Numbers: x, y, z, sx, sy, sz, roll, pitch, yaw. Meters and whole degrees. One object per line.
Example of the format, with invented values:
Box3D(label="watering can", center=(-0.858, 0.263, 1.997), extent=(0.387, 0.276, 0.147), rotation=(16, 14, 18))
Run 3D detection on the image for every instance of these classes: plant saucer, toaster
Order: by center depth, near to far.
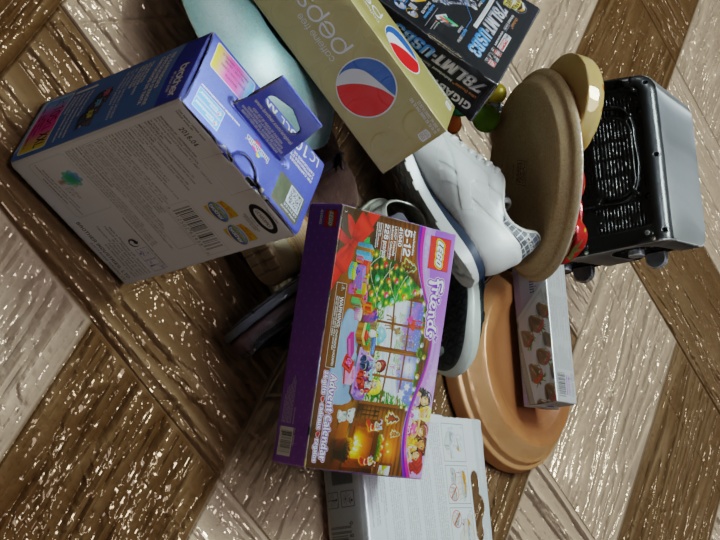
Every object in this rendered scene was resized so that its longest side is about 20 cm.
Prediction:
Box3D(label="plant saucer", center=(-0.072, -0.194, 1.330), extent=(0.201, 0.039, 0.202), rotation=(47, 23, -28))
Box3D(label="plant saucer", center=(0.150, 0.094, 1.595), extent=(0.199, 0.037, 0.202), rotation=(23, 60, -48))
Box3D(label="toaster", center=(0.239, -0.096, 1.661), extent=(0.118, 0.180, 0.202), rotation=(15, 66, -56))

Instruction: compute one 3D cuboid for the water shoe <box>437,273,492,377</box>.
Box3D(label="water shoe", center=(0.099, 0.001, 1.520), extent=(0.078, 0.071, 0.202), rotation=(13, 68, -41))

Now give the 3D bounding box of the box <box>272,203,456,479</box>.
Box3D(label="box", center=(0.006, 0.058, 1.286), extent=(0.136, 0.039, 0.202), rotation=(12, 85, -46))

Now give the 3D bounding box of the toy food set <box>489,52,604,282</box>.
Box3D(label="toy food set", center=(0.167, -0.090, 1.504), extent=(0.048, 0.198, 0.202), rotation=(1, 81, -17))

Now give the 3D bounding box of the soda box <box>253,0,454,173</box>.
Box3D(label="soda box", center=(-0.011, -0.182, 1.302), extent=(0.201, 0.067, 0.064), rotation=(53, 23, -14))

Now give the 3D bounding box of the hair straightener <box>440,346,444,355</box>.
Box3D(label="hair straightener", center=(0.013, 0.085, 1.355), extent=(0.077, 0.041, 0.199), rotation=(54, 27, 15))

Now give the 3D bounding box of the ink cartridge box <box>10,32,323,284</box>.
Box3D(label="ink cartridge box", center=(-0.122, -0.077, 1.145), extent=(0.137, 0.199, 0.077), rotation=(49, 44, -32))

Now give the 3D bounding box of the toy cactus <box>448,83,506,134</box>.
Box3D(label="toy cactus", center=(0.065, -0.189, 1.490), extent=(0.200, 0.102, 0.165), rotation=(50, 5, -19))

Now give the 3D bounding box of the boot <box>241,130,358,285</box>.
Box3D(label="boot", center=(-0.077, -0.100, 1.339), extent=(0.201, 0.072, 0.167), rotation=(66, 29, -17))

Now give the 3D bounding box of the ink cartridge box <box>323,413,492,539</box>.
Box3D(label="ink cartridge box", center=(0.043, 0.203, 1.414), extent=(0.199, 0.050, 0.164), rotation=(13, 68, -56))

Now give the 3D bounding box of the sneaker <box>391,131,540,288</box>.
Box3D(label="sneaker", center=(0.082, -0.082, 1.473), extent=(0.201, 0.080, 0.076), rotation=(60, -6, 19))

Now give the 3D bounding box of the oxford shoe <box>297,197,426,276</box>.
Box3D(label="oxford shoe", center=(0.000, 0.000, 1.407), extent=(0.200, 0.057, 0.076), rotation=(-53, 125, -44))

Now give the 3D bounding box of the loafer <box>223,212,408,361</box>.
Box3D(label="loafer", center=(-0.020, 0.023, 1.321), extent=(0.199, 0.072, 0.063), rotation=(-35, 89, -34))

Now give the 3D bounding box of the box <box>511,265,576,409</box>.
Box3D(label="box", center=(0.174, 0.033, 1.584), extent=(0.041, 0.038, 0.202), rotation=(13, 69, -53))

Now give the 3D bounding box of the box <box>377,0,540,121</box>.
Box3D(label="box", center=(0.049, -0.236, 1.414), extent=(0.198, 0.050, 0.200), rotation=(37, 32, -4))
